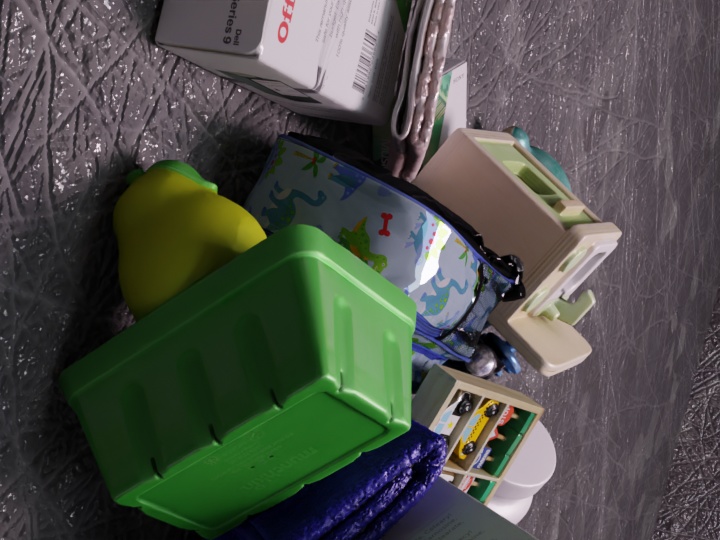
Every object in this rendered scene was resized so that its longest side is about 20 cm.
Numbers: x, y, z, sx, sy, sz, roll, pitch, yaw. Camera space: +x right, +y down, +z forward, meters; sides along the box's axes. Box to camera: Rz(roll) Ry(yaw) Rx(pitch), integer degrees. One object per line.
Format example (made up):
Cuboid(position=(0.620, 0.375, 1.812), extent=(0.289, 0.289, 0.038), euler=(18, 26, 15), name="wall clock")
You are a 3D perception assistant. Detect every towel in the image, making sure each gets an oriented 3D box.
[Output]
Cuboid(position=(0.051, -0.178, 0.923), extent=(0.191, 0.032, 0.200), euler=(97, 5, -87), name="towel")
Cuboid(position=(-0.045, 0.134, 0.794), extent=(0.148, 0.200, 0.050), euler=(-43, 116, -17), name="towel")

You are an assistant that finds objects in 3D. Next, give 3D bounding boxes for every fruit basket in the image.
Cuboid(position=(-0.083, 0.034, 0.732), extent=(0.156, 0.216, 0.216), euler=(37, 66, -46), name="fruit basket")

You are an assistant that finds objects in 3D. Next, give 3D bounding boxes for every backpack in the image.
Cuboid(position=(0.000, 0.000, 0.865), extent=(0.147, 0.183, 0.200), euler=(-61, 154, -6), name="backpack")

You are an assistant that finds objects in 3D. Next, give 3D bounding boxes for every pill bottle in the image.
Cuboid(position=(0.094, 0.215, 1.127), extent=(0.116, 0.116, 0.200), euler=(-45, 174, -49), name="pill bottle")

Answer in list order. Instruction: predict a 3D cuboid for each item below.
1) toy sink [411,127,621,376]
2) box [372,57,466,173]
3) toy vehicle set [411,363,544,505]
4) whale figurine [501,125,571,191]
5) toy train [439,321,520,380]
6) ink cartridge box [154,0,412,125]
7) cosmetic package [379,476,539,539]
Cuboid(position=(0.147, -0.023, 1.028), extent=(0.112, 0.200, 0.130), euler=(-50, 162, 21), name="toy sink")
Cuboid(position=(0.058, -0.088, 1.116), extent=(0.144, 0.036, 0.200), euler=(-39, 133, -53), name="box")
Cuboid(position=(0.050, 0.172, 0.896), extent=(0.124, 0.027, 0.200), euler=(21, 102, -48), name="toy vehicle set")
Cuboid(position=(0.167, -0.072, 1.248), extent=(0.200, 0.104, 0.159), euler=(-1, 101, -74), name="whale figurine")
Cuboid(position=(0.084, 0.069, 1.109), extent=(0.087, 0.114, 0.200), euler=(-36, 176, -5), name="toy train")
Cuboid(position=(-0.041, -0.195, 0.812), extent=(0.200, 0.084, 0.146), euler=(15, 87, -65), name="ink cartridge box")
Cuboid(position=(0.040, 0.251, 0.753), extent=(0.166, 0.200, 0.167), euler=(-35, 116, -18), name="cosmetic package")
